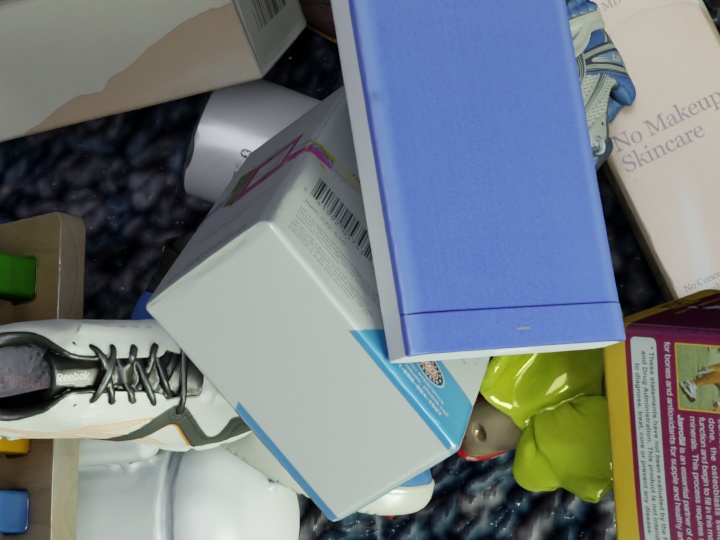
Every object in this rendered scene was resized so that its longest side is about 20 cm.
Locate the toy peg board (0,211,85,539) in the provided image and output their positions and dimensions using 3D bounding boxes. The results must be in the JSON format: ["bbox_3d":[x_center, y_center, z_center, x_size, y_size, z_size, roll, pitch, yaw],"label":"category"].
[{"bbox_3d":[-0.254,0.073,1.158,0.200,0.098,0.200,-10,75,45],"label":"toy peg board"}]

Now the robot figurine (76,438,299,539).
[{"bbox_3d":[-0.120,0.143,1.184,0.199,0.170,0.113,-3,48,20],"label":"robot figurine"}]

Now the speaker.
[{"bbox_3d":[0.002,-0.047,1.214,0.200,0.081,0.081,20,89,6],"label":"speaker"}]

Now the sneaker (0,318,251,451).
[{"bbox_3d":[-0.122,0.058,1.055,0.199,0.080,0.074,-5,86,-9],"label":"sneaker"}]

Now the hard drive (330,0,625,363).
[{"bbox_3d":[0.055,-0.060,0.992,0.132,0.025,0.201,-2,78,-35],"label":"hard drive"}]

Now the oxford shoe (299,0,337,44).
[{"bbox_3d":[-0.022,-0.176,1.227,0.199,0.073,0.071,15,88,6],"label":"oxford shoe"}]

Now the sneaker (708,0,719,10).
[{"bbox_3d":[0.211,-0.182,1.160,0.060,0.200,0.105,-4,100,-21],"label":"sneaker"}]

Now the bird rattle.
[{"bbox_3d":[0.101,0.085,1.166,0.163,0.200,0.113,-12,77,-34],"label":"bird rattle"}]

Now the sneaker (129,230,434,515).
[{"bbox_3d":[-0.036,0.046,1.130,0.200,0.077,0.111,28,106,24],"label":"sneaker"}]

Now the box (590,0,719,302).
[{"bbox_3d":[0.184,-0.072,1.200,0.095,0.078,0.200,-27,84,4],"label":"box"}]

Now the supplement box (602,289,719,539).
[{"bbox_3d":[0.229,0.083,1.015,0.200,0.103,0.131,5,103,42],"label":"supplement box"}]

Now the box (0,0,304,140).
[{"bbox_3d":[-0.144,-0.138,1.184,0.199,0.095,0.078,-11,112,23],"label":"box"}]

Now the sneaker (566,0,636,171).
[{"bbox_3d":[0.092,-0.074,1.092,0.085,0.200,0.077,52,136,-7],"label":"sneaker"}]

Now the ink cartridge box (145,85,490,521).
[{"bbox_3d":[-0.007,0.009,1.048,0.085,0.200,0.145,-34,103,26],"label":"ink cartridge box"}]
